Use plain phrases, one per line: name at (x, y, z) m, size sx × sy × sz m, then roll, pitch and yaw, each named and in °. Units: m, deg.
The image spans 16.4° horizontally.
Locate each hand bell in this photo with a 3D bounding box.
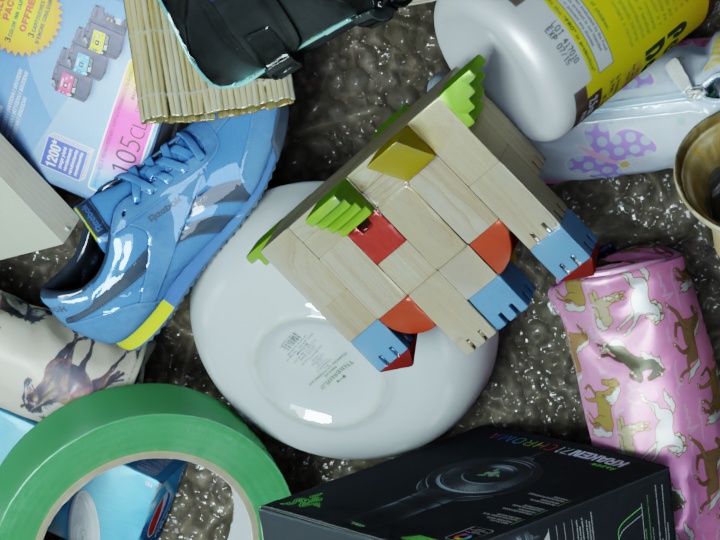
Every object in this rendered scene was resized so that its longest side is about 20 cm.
hand bell at (0.238, 0.005, 1.481) m, size 0.104 × 0.104 × 0.200 m, roll 7°, pitch 142°, yaw 13°

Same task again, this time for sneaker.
sneaker at (-0.121, -0.043, 1.531) m, size 0.078 × 0.066 × 0.200 m, roll 31°, pitch 101°, yaw -33°

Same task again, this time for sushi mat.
sushi mat at (-0.101, -0.186, 1.533) m, size 0.096 × 0.012 × 0.200 m, roll -9°, pitch 73°, yaw -2°

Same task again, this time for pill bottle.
pill bottle at (0.146, -0.171, 1.440) m, size 0.200 × 0.109 × 0.109 m, roll -39°, pitch 91°, yaw -18°

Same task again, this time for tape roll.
tape roll at (-0.141, 0.171, 1.589) m, size 0.200 × 0.048 × 0.201 m, roll -7°, pitch 115°, yaw -16°

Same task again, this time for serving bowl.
serving bowl at (-0.018, 0.044, 1.554) m, size 0.200 × 0.066 × 0.200 m, roll 9°, pitch 126°, yaw 12°

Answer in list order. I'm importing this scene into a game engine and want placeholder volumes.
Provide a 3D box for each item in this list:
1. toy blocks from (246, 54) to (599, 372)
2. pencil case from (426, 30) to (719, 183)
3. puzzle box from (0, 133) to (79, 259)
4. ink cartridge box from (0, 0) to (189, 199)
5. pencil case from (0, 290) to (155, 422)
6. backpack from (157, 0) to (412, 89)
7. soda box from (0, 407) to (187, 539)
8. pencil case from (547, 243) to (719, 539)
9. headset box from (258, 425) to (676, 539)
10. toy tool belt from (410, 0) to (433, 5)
toy blocks at (0.045, -0.015, 1.438) m, size 0.137 × 0.100 × 0.200 m, roll 46°, pitch 119°, yaw -8°
pencil case at (0.139, -0.092, 1.507) m, size 0.200 × 0.091 × 0.083 m, roll -7°, pitch 101°, yaw 16°
puzzle box at (-0.286, -0.082, 1.579) m, size 0.133 × 0.025 × 0.200 m, roll -11°, pitch 130°, yaw 44°
ink cartridge box at (-0.204, -0.137, 1.593) m, size 0.200 × 0.076 × 0.137 m, roll 23°, pitch 107°, yaw 10°
pencil case at (-0.236, 0.046, 1.622) m, size 0.200 × 0.089 × 0.078 m, roll 21°, pitch 110°, yaw 2°
backpack at (-0.054, -0.227, 1.349) m, size 0.176 × 0.153 × 0.200 m, roll -25°, pitch 113°, yaw 38°
soda box at (-0.222, 0.121, 1.660) m, size 0.200 × 0.064 × 0.068 m, roll 24°, pitch 107°, yaw 9°
pencil case at (0.178, 0.085, 1.542) m, size 0.086 × 0.083 × 0.200 m, roll 1°, pitch 107°, yaw 58°
headset box at (0.060, 0.173, 1.495) m, size 0.174 × 0.200 × 0.093 m, roll 9°, pitch 111°, yaw 51°
toy tool belt at (0.057, -0.226, 1.481) m, size 0.200 × 0.123 × 0.125 m, roll -17°, pitch 98°, yaw 17°
